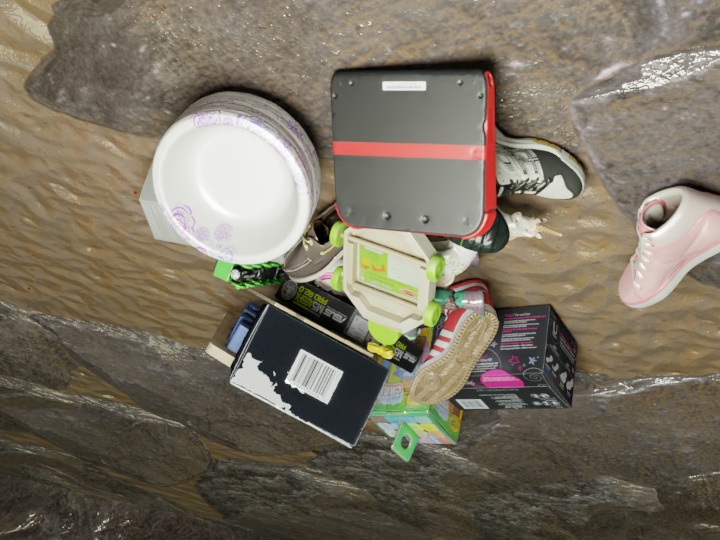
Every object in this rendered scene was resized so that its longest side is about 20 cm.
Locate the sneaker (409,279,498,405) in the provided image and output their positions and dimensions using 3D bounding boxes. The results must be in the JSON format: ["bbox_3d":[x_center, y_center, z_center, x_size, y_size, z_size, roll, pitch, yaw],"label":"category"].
[{"bbox_3d":[0.136,0.103,1.312,0.070,0.113,0.201,26,121,-16],"label":"sneaker"}]

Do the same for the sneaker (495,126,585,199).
[{"bbox_3d":[0.165,-0.109,1.007,0.196,0.089,0.076,19,148,-11],"label":"sneaker"}]

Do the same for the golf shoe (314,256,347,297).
[{"bbox_3d":[0.000,0.000,1.297,0.197,0.073,0.093,28,115,-12],"label":"golf shoe"}]

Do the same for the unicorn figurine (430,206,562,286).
[{"bbox_3d":[0.138,-0.051,1.107,0.136,0.075,0.200,32,134,-15],"label":"unicorn figurine"}]

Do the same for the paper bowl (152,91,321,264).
[{"bbox_3d":[-0.144,-0.118,1.069,0.196,0.105,0.204,6,123,9],"label":"paper bowl"}]

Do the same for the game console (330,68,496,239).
[{"bbox_3d":[0.055,-0.128,0.962,0.197,0.181,0.031,6,-165,30],"label":"game console"}]

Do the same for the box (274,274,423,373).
[{"bbox_3d":[-0.015,0.082,1.347,0.159,0.045,0.199,25,175,40],"label":"box"}]

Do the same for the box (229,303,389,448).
[{"bbox_3d":[-0.081,0.146,1.281,0.197,0.126,0.197,29,173,-7],"label":"box"}]

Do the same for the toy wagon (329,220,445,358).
[{"bbox_3d":[0.033,0.021,1.128,0.153,0.040,0.203,20,129,26],"label":"toy wagon"}]

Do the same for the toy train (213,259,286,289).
[{"bbox_3d":[-0.154,-0.003,1.280,0.056,0.042,0.200,23,-172,14],"label":"toy train"}]

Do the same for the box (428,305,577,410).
[{"bbox_3d":[0.222,0.140,1.372,0.197,0.117,0.132,-6,146,34],"label":"box"}]

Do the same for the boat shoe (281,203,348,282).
[{"bbox_3d":[-0.043,-0.049,1.192,0.198,0.073,0.059,-30,137,34],"label":"boat shoe"}]

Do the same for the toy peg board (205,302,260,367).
[{"bbox_3d":[-0.136,0.119,1.463,0.197,0.099,0.200,32,-172,-6],"label":"toy peg board"}]

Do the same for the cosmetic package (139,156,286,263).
[{"bbox_3d":[-0.192,-0.085,1.208,0.196,0.092,0.107,9,151,3],"label":"cosmetic package"}]

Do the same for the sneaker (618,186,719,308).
[{"bbox_3d":[0.355,-0.032,1.063,0.103,0.077,0.201,19,142,-17],"label":"sneaker"}]

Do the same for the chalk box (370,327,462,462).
[{"bbox_3d":[0.095,0.212,1.459,0.122,0.203,0.125,-5,146,30],"label":"chalk box"}]

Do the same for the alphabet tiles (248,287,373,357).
[{"bbox_3d":[-0.071,0.072,1.235,0.165,0.006,0.199,30,176,-24],"label":"alphabet tiles"}]

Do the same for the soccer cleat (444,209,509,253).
[{"bbox_3d":[0.090,-0.088,1.022,0.199,0.068,0.081,39,-173,4],"label":"soccer cleat"}]

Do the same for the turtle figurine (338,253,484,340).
[{"bbox_3d":[0.068,0.024,1.207,0.195,0.153,0.101,-6,-175,7],"label":"turtle figurine"}]
